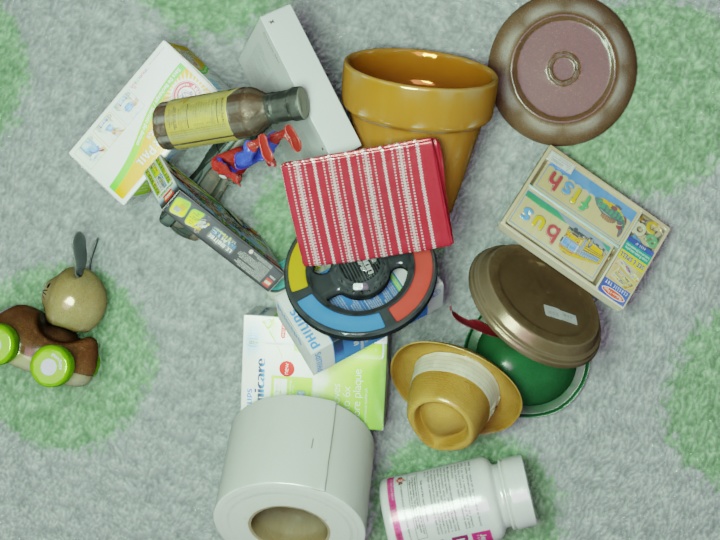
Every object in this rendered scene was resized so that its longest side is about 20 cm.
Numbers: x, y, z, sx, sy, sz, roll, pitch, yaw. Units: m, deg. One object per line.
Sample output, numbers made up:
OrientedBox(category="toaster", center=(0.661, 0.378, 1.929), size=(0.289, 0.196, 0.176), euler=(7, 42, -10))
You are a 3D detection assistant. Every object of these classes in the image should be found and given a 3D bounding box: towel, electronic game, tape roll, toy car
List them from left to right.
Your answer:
OrientedBox(category="toy car", center=(-0.408, 0.044, 1.671), size=(0.156, 0.164, 0.202), euler=(20, 89, 2))
OrientedBox(category="tape roll", center=(-0.085, 0.280, 1.625), size=(0.199, 0.140, 0.204), euler=(4, 137, 4))
OrientedBox(category="electronic game", center=(0.000, 0.000, 1.573), size=(0.197, 0.042, 0.202), euler=(-2, 57, 4))
OrientedBox(category="towel", center=(0.011, -0.083, 1.523), size=(0.197, 0.023, 0.146), euler=(-8, 114, 10))

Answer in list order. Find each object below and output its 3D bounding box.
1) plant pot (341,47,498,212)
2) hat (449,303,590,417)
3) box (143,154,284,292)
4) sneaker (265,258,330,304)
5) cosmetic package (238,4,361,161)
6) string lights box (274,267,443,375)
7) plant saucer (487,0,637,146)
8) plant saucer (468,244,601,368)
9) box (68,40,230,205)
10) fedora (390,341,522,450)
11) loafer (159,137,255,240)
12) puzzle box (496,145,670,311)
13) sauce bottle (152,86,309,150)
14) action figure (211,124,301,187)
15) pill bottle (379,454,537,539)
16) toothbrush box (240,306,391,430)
OrientedBox(category="plant pot", center=(0.068, -0.171, 1.590), size=(0.197, 0.201, 0.186), euler=(8, 113, 4))
OrientedBox(category="hat", center=(0.207, 0.126, 1.606), size=(0.197, 0.176, 0.168), euler=(6, 96, 5))
OrientedBox(category="box", center=(-0.190, -0.060, 1.610), size=(0.035, 0.110, 0.200), euler=(-45, 127, 6))
OrientedBox(category="sneaker", center=(-0.048, -0.028, 1.668), size=(0.198, 0.077, 0.080), euler=(-30, 81, 6))
OrientedBox(category="cosmetic package", center=(-0.082, -0.220, 1.597), size=(0.051, 0.151, 0.202), euler=(-26, 88, -17))
OrientedBox(category="string lights box", center=(-0.001, 0.040, 1.609), size=(0.198, 0.059, 0.103), euler=(-27, 60, -13))
OrientedBox(category="plant saucer", center=(0.267, -0.265, 1.628), size=(0.197, 0.037, 0.204), euler=(1, 97, 6))
OrientedBox(category="plant saucer", center=(0.230, 0.039, 1.590), size=(0.199, 0.200, 0.030), euler=(35, 128, 0))
OrientedBox(category="box", center=(-0.276, -0.197, 1.648), size=(0.101, 0.113, 0.200), euler=(42, 97, -1))
OrientedBox(category="fedora", center=(0.115, 0.178, 1.617), size=(0.199, 0.201, 0.082), euler=(26, 56, 2))
OrientedBox(category="loafer", center=(-0.192, -0.127, 1.679), size=(0.063, 0.072, 0.200), euler=(37, 106, -20))
OrientedBox(category="puzzle box", center=(0.295, -0.056, 1.631), size=(0.199, 0.025, 0.134), euler=(34, 77, 0))
OrientedBox(category="sauce bottle", center=(-0.159, -0.192, 1.531), size=(0.197, 0.065, 0.066), euler=(-6, 96, 19))
OrientedBox(category="action figure", center=(-0.140, -0.139, 1.547), size=(0.065, 0.199, 0.052), euler=(-28, 100, -25))
OrientedBox(category="pill bottle", center=(0.133, 0.317, 1.668), size=(0.197, 0.113, 0.115), euler=(-14, 95, 7))
OrientedBox(category="toothbrush box", center=(-0.059, 0.132, 1.679), size=(0.197, 0.086, 0.148), euler=(4, 96, 6))
